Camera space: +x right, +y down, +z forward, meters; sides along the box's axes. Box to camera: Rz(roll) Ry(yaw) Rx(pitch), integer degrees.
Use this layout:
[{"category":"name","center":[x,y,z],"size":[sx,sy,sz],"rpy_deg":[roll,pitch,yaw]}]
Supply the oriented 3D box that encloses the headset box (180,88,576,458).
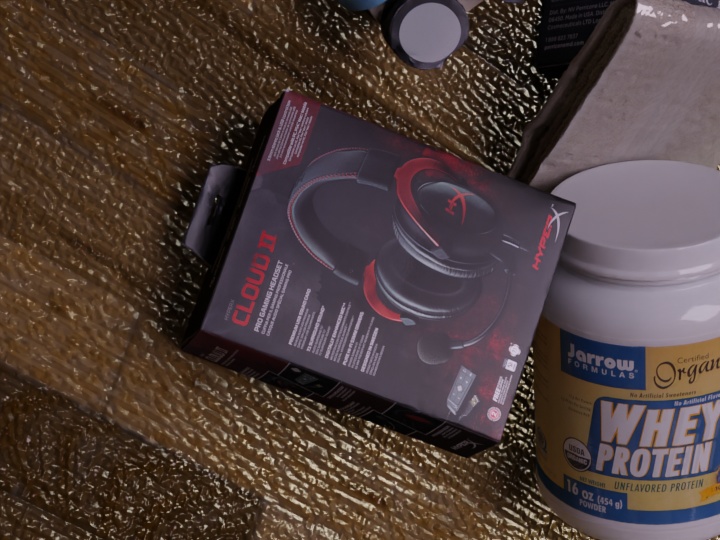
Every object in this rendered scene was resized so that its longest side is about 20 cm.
[{"category":"headset box","center":[0.000,0.000,1.472],"size":[0.200,0.075,0.149],"rpy_deg":[22,75,-8]}]

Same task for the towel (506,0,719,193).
[{"category":"towel","center":[0.173,-0.091,1.592],"size":[0.132,0.200,0.034],"rpy_deg":[3,49,-29]}]

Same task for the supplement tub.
[{"category":"supplement tub","center":[0.174,0.049,1.580],"size":[0.145,0.145,0.200],"rpy_deg":[-27,125,-37]}]

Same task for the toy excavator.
[{"category":"toy excavator","center":[0.038,-0.244,1.481],"size":[0.194,0.100,0.200],"rpy_deg":[-37,117,6]}]

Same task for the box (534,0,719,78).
[{"category":"box","center":[0.230,-0.203,1.685],"size":[0.197,0.117,0.200],"rpy_deg":[15,78,-39]}]
